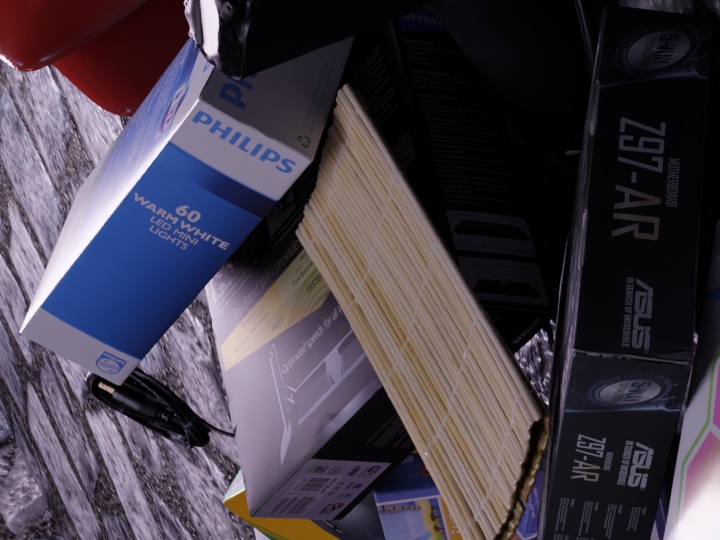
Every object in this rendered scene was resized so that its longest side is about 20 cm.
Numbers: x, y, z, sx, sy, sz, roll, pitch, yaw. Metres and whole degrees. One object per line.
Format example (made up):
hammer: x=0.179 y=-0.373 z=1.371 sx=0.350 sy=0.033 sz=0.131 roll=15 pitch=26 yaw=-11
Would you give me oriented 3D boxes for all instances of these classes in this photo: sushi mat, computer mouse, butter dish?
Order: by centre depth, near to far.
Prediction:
sushi mat: x=0.022 y=0.022 z=1.010 sx=0.096 sy=0.012 sz=0.200 roll=107 pitch=146 yaw=-41
computer mouse: x=-0.052 y=0.095 z=1.239 sx=0.199 sy=0.034 sz=0.059 roll=20 pitch=148 yaw=18
butter dish: x=-0.108 y=-0.157 z=1.352 sx=0.200 sy=0.199 sz=0.148 roll=44 pitch=169 yaw=53

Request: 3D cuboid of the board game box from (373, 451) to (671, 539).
board game box: x=0.094 y=0.172 z=1.197 sx=0.034 sy=0.135 sz=0.201 roll=-78 pitch=-23 yaw=-61

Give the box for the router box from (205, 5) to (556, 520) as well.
router box: x=0.000 y=0.000 z=1.130 sx=0.200 sy=0.052 sz=0.158 roll=-47 pitch=47 yaw=46

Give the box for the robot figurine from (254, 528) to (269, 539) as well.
robot figurine: x=-0.004 y=0.116 z=1.465 sx=0.150 sy=0.125 sz=0.200 roll=13 pitch=142 yaw=13

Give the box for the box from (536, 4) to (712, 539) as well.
box: x=0.101 y=0.020 z=0.981 sx=0.200 sy=0.043 sz=0.161 roll=92 pitch=-175 yaw=-55

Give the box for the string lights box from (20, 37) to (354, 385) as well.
string lights box: x=-0.080 y=-0.044 z=1.136 sx=0.059 sy=0.103 sz=0.200 roll=29 pitch=138 yaw=-13

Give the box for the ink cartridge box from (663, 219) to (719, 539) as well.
ink cartridge box: x=0.150 y=0.080 z=0.841 sx=0.104 sy=0.059 sz=0.201 roll=166 pitch=116 yaw=-74

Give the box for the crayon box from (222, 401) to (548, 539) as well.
crayon box: x=0.026 y=0.108 z=1.280 sx=0.119 sy=0.058 sz=0.200 roll=37 pitch=148 yaw=-11

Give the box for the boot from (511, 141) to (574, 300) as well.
boot: x=0.041 y=-0.061 z=1.185 sx=0.200 sy=0.077 sz=0.138 roll=53 pitch=159 yaw=2

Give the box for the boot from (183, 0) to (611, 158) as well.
boot: x=0.012 y=-0.112 z=1.013 sx=0.076 sy=0.168 sz=0.201 roll=44 pitch=152 yaw=54
